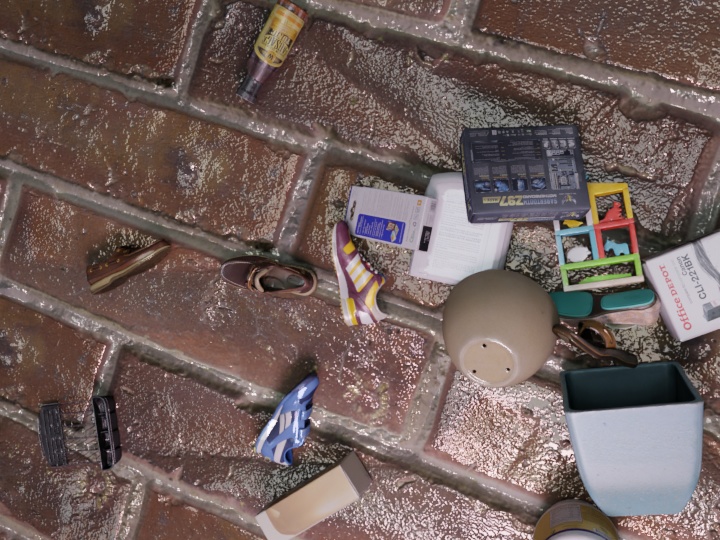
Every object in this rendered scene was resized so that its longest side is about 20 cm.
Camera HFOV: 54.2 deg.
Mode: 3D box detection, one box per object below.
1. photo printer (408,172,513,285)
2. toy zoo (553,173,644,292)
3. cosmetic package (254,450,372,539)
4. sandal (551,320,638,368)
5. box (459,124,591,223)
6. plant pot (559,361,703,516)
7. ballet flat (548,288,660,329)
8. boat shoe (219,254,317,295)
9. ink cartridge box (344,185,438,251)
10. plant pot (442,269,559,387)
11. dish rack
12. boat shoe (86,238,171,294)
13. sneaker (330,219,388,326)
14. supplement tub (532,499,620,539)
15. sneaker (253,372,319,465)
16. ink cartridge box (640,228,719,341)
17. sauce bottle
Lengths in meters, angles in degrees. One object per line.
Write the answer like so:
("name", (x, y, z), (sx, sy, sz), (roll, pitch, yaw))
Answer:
("photo printer", (0.184, -0.072, 1.251), (0.166, 0.069, 0.200), (12, 93, 15))
("toy zoo", (0.399, -0.070, 1.202), (0.131, 0.020, 0.200), (-9, 79, 19))
("cosmetic package", (-0.086, 0.426, 1.315), (0.200, 0.105, 0.071), (-34, 82, 11))
("sandal", (0.390, 0.113, 1.152), (0.200, 0.082, 0.055), (20, 96, -29))
("box", (0.274, -0.163, 1.187), (0.200, 0.051, 0.158), (-3, 72, -2))
("plant pot", (0.436, 0.278, 1.136), (0.196, 0.196, 0.200), (-7, 99, 15))
("ballet flat", (0.403, 0.074, 1.193), (0.200, 0.068, 0.067), (-2, 133, 34))
("boat shoe", (-0.185, 0.011, 1.349), (0.200, 0.072, 0.072), (11, 94, 14))
("ink cartridge box", (0.050, -0.097, 1.277), (0.200, 0.037, 0.095), (16, 96, 44))
("plant pot", (0.224, 0.118, 1.172), (0.200, 0.134, 0.200), (9, 121, 15))
("dish rack", (-0.596, 0.342, 1.474), (0.200, 0.055, 0.154), (-9, 88, 15))
("boat shoe", (-0.476, -0.020, 1.426), (0.200, 0.072, 0.068), (-26, 86, 16))
("sneaker", (0.000, 0.000, 1.306), (0.090, 0.075, 0.200), (-9, 95, 7))
("supplement tub", (0.354, 0.466, 1.148), (0.145, 0.200, 0.146), (0, 90, 15))
("sneaker", (-0.123, 0.283, 1.340), (0.082, 0.074, 0.200), (34, 106, 10))
("ink cartridge box", (0.579, 0.012, 1.140), (0.200, 0.084, 0.144), (-24, 85, 15))
("sauce bottle", (-0.173, -0.415, 1.343), (0.066, 0.066, 0.200), (30, 100, 12))
